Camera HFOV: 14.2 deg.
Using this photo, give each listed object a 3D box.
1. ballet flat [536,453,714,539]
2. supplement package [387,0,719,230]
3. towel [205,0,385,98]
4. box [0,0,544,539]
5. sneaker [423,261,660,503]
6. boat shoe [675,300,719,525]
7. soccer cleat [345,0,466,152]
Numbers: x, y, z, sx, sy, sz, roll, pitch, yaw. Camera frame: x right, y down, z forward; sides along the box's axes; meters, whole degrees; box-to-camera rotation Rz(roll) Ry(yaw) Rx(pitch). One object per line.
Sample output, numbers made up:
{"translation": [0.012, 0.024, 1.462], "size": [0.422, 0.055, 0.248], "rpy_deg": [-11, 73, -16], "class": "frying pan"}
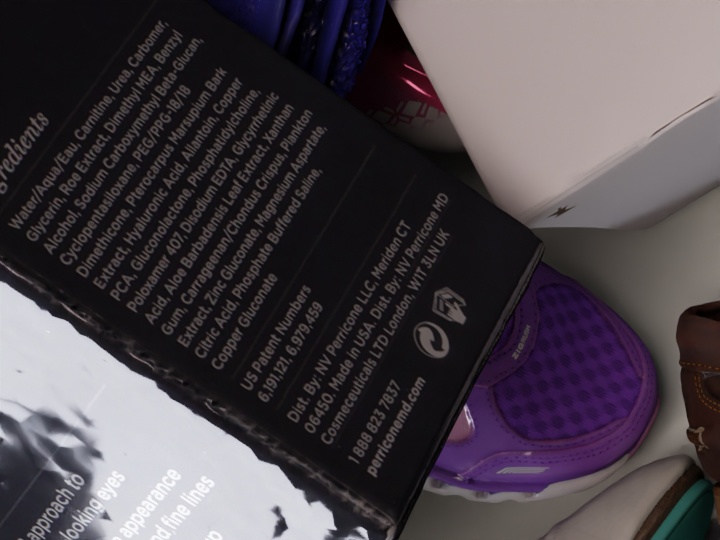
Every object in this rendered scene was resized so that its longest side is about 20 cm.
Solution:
{"translation": [0.041, 0.135, 0.841], "size": [0.069, 0.069, 0.201], "rpy_deg": [16, 68, 23], "class": "ballet flat"}
{"translation": [0.066, -0.126, 0.834], "size": [0.121, 0.120, 0.201], "rpy_deg": [-31, 78, 22], "class": "supplement package"}
{"translation": [-0.060, -0.142, 0.822], "size": [0.200, 0.049, 0.148], "rpy_deg": [39, 128, 36], "class": "towel"}
{"translation": [-0.090, 0.021, 0.785], "size": [0.200, 0.118, 0.197], "rpy_deg": [35, 138, -5], "class": "box"}
{"translation": [0.000, 0.000, 0.856], "size": [0.200, 0.089, 0.081], "rpy_deg": [29, 71, 1], "class": "sneaker"}
{"translation": [0.182, 0.021, 0.810], "size": [0.199, 0.070, 0.071], "rpy_deg": [-13, 89, 24], "class": "boat shoe"}
{"translation": [-0.035, -0.082, 0.917], "size": [0.200, 0.070, 0.087], "rpy_deg": [38, 121, 21], "class": "soccer cleat"}
